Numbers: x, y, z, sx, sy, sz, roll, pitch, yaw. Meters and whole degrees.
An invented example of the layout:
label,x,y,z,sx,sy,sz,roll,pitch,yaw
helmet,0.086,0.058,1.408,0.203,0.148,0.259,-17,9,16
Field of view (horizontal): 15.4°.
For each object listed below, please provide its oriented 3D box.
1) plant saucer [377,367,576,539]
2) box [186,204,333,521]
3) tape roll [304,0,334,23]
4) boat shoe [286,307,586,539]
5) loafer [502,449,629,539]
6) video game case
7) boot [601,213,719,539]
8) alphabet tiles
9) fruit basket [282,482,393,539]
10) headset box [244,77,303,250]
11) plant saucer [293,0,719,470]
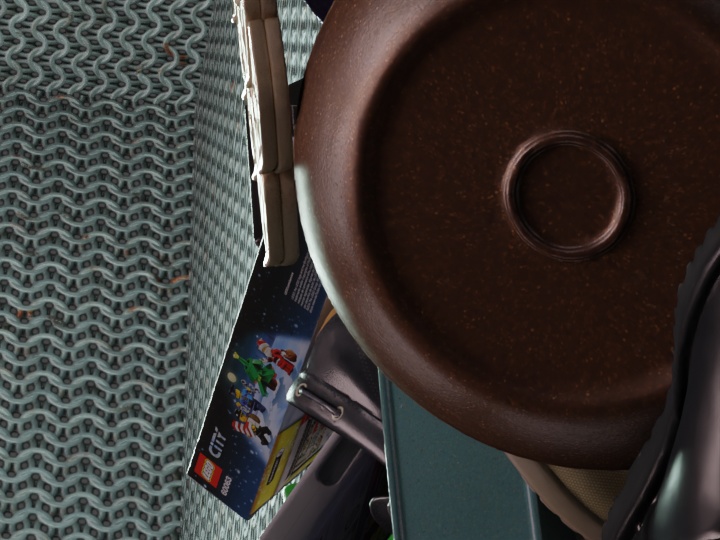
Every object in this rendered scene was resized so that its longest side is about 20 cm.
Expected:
label,x,y,z,sx,sy,sz,roll,pitch,yaw
plant saucer,0.036,0.047,0.967,0.019,0.070,0.201,43,-147,-47
box,0.000,0.000,1.139,0.137,0.038,0.200,-40,-21,-43
tape roll,0.061,-0.163,0.986,0.066,0.199,0.201,-97,15,-61
boat shoe,0.041,0.084,1.001,0.062,0.075,0.200,-47,53,2
loafer,0.073,0.026,0.910,0.068,0.200,0.076,-42,13,33
video game case,-0.007,0.108,1.191,0.182,0.023,0.200,-54,-12,-31
boot,0.131,0.090,0.769,0.169,0.076,0.201,-100,23,-47
alphabet tiles,-0.040,-0.105,0.965,0.196,0.015,0.201,88,175,-51
fruit basket,0.012,0.209,1.390,0.186,0.093,0.201,-104,2,-55
headset box,0.018,0.012,1.359,0.149,0.075,0.200,-97,-19,-61
plant saucer,0.069,-0.027,0.842,0.037,0.199,0.201,-41,-39,-68
